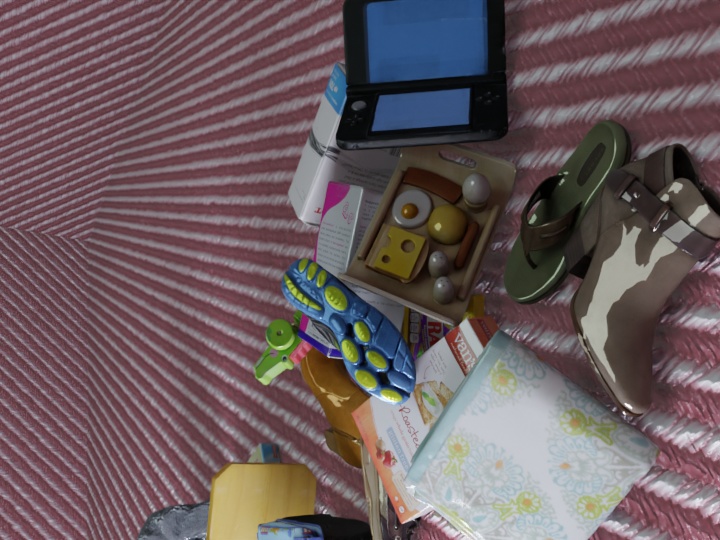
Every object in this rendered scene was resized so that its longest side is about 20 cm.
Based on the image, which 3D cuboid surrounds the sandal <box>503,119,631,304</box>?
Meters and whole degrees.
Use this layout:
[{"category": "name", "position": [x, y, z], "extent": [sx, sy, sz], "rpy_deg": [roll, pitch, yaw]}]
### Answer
[{"category": "sandal", "position": [0.193, -0.061, 0.729], "extent": [0.205, 0.056, 0.080], "rpy_deg": [-66, 33, 24]}]

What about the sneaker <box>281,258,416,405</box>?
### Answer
[{"category": "sneaker", "position": [-0.006, 0.063, 0.799], "extent": [0.071, 0.083, 0.199], "rpy_deg": [-48, 64, 4]}]

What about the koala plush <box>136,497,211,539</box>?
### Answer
[{"category": "koala plush", "position": [-0.360, 0.544, 1.444], "extent": [0.200, 0.179, 0.183], "rpy_deg": [139, 134, -64]}]

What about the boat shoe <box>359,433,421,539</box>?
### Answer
[{"category": "boat shoe", "position": [0.044, 0.291, 0.883], "extent": [0.072, 0.063, 0.206], "rpy_deg": [41, -143, -74]}]

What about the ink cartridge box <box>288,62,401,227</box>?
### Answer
[{"category": "ink cartridge box", "position": [0.002, -0.160, 1.006], "extent": [0.203, 0.143, 0.086], "rpy_deg": [-65, 32, 25]}]

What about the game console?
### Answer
[{"category": "game console", "position": [0.068, -0.235, 0.831], "extent": [0.178, 0.194, 0.119], "rpy_deg": [-78, -19, -49]}]

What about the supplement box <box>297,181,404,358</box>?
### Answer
[{"category": "supplement box", "position": [0.000, 0.000, 0.914], "extent": [0.101, 0.101, 0.206], "rpy_deg": [21, 102, 60]}]

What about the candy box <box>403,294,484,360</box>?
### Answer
[{"category": "candy box", "position": [0.093, 0.129, 0.831], "extent": [0.100, 0.026, 0.207], "rpy_deg": [0, 90, 39]}]

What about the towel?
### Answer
[{"category": "towel", "position": [0.146, 0.178, 0.671], "extent": [0.169, 0.048, 0.203], "rpy_deg": [34, 120, 11]}]

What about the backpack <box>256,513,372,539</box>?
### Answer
[{"category": "backpack", "position": [-0.057, 0.436, 0.959], "extent": [0.181, 0.131, 0.206], "rpy_deg": [-20, 67, 58]}]

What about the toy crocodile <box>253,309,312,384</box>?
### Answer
[{"category": "toy crocodile", "position": [-0.071, 0.072, 0.982], "extent": [0.061, 0.068, 0.201], "rpy_deg": [34, 74, 19]}]

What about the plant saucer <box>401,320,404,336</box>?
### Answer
[{"category": "plant saucer", "position": [0.052, 0.044, 0.959], "extent": [0.199, 0.047, 0.205], "rpy_deg": [36, 113, 58]}]

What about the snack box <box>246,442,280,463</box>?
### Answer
[{"category": "snack box", "position": [-0.192, 0.412, 1.294], "extent": [0.202, 0.036, 0.118], "rpy_deg": [-56, 38, 37]}]

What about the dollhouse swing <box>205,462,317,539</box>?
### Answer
[{"category": "dollhouse swing", "position": [-0.174, 0.395, 1.105], "extent": [0.181, 0.195, 0.181], "rpy_deg": [-32, 55, 52]}]

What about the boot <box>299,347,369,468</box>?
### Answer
[{"category": "boot", "position": [-0.014, 0.169, 0.992], "extent": [0.143, 0.069, 0.207], "rpy_deg": [-6, 98, 58]}]

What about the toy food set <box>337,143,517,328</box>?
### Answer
[{"category": "toy food set", "position": [0.075, -0.051, 0.799], "extent": [0.061, 0.140, 0.204], "rpy_deg": [77, -143, -64]}]

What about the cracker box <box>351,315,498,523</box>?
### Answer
[{"category": "cracker box", "position": [0.092, 0.161, 0.777], "extent": [0.200, 0.057, 0.136], "rpy_deg": [-44, 63, 31]}]

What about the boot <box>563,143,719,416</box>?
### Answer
[{"category": "boot", "position": [0.246, -0.001, 0.611], "extent": [0.146, 0.069, 0.204], "rpy_deg": [-46, 45, 42]}]
